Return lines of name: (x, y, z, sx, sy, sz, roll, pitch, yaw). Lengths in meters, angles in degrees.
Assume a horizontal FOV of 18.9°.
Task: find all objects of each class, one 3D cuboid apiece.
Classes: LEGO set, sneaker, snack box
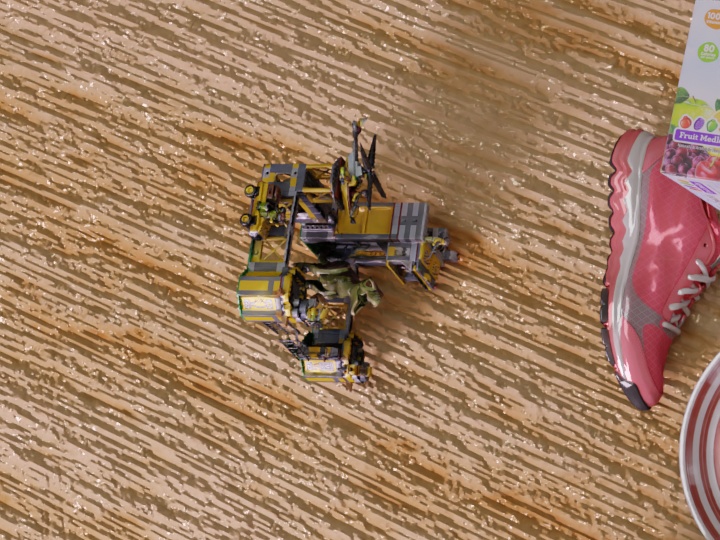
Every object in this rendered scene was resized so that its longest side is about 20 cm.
LEGO set: (0.000, 0.000, 1.558, 0.115, 0.200, 0.155, 1, 61, 20)
sneaker: (0.218, -0.002, 1.523, 0.086, 0.074, 0.202, 0, 81, 20)
snack box: (0.249, -0.109, 1.350, 0.053, 0.200, 0.143, 9, 86, 25)

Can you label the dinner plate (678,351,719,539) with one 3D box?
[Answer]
dinner plate: (0.318, 0.126, 1.489, 0.199, 0.024, 0.202, -3, 80, 20)
